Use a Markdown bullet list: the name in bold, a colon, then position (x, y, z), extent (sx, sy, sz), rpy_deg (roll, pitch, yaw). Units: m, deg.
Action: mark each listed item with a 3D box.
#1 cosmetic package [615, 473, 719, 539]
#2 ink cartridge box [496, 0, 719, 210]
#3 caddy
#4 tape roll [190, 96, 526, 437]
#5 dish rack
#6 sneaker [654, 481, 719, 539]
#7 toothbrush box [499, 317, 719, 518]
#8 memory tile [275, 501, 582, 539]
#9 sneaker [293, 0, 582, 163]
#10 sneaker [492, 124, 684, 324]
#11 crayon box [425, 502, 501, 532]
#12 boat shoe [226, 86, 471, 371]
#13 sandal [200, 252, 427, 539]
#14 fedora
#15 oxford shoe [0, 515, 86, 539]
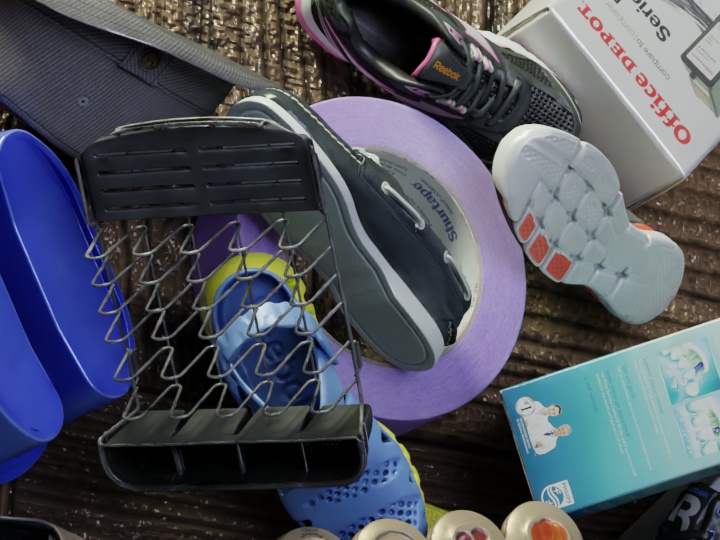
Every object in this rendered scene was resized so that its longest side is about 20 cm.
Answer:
- **cosmetic package**: position (0.254, 0.160, 1.864), extent (0.200, 0.071, 0.102), rpy_deg (-40, 96, -33)
- **ink cartridge box**: position (0.200, -0.158, 1.929), extent (0.146, 0.084, 0.200), rpy_deg (49, 57, -7)
- **caddy**: position (-0.216, 0.019, 1.616), extent (0.141, 0.105, 0.201), rpy_deg (-31, 101, -50)
- **tape roll**: position (0.000, 0.000, 1.772), extent (0.199, 0.066, 0.201), rpy_deg (10, 69, -27)
- **dish rack**: position (-0.077, 0.017, 1.565), extent (0.055, 0.153, 0.201), rpy_deg (-59, 142, -61)
- **sneaker**: position (0.165, 0.172, 1.730), extent (0.199, 0.073, 0.112), rpy_deg (19, 84, -29)
- **toothbrush box**: position (0.196, 0.082, 1.757), extent (0.199, 0.146, 0.086), rpy_deg (-20, 82, 7)
- **memory tile**: position (0.054, 0.202, 1.612), extent (0.199, 0.017, 0.154), rpy_deg (-4, 62, -28)
- **sneaker**: position (0.049, -0.122, 1.816), extent (0.199, 0.086, 0.081), rpy_deg (26, 95, -14)
- **sneaker**: position (0.124, -0.033, 1.821), extent (0.077, 0.082, 0.200), rpy_deg (-49, 137, -4)
- **crayon box**: position (0.056, 0.215, 1.742), extent (0.199, 0.051, 0.128), rpy_deg (23, 64, -22)
- **boat shoe**: position (-0.005, -0.033, 1.690), extent (0.060, 0.075, 0.200), rpy_deg (-52, 124, -34)
- **sandal**: position (-0.029, 0.086, 1.651), extent (0.079, 0.087, 0.200), rpy_deg (-33, 94, 2)
- **fedora**: position (-0.152, -0.111, 1.685), extent (0.200, 0.177, 0.091), rpy_deg (25, 94, -43)
- **oxford shoe**: position (-0.164, 0.177, 1.612), extent (0.199, 0.073, 0.072), rpy_deg (16, 66, -25)
